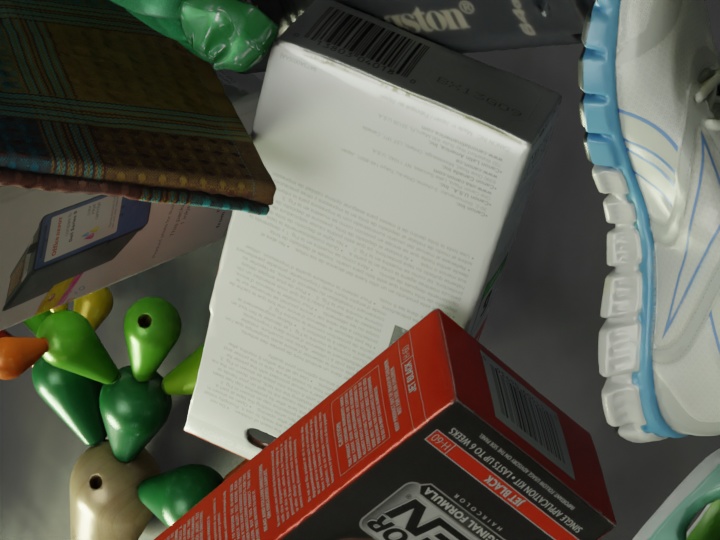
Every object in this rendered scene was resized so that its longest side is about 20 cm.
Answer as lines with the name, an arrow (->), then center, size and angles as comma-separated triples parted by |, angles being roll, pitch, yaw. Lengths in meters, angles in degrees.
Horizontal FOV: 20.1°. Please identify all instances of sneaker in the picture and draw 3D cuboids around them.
sneaker -> 0.132, -0.030, 0.739 | 0.086, 0.075, 0.201 | 4, 115, 30

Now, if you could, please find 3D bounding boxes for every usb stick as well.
usb stick -> 0.015, -0.109, 0.815 | 0.199, 0.033, 0.056 | -1, 126, 38

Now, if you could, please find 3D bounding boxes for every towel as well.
towel -> -0.126, -0.085, 0.809 | 0.200, 0.146, 0.022 | 61, 138, 50

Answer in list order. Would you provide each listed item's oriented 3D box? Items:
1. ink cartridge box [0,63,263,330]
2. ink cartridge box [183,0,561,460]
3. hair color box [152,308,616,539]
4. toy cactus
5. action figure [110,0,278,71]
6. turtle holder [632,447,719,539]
ink cartridge box -> -0.159, -0.058, 0.864 | 0.145, 0.200, 0.088 | 37, 125, 22
ink cartridge box -> 0.000, 0.000, 0.837 | 0.108, 0.050, 0.201 | 23, 125, 9
hair color box -> -0.006, 0.117, 0.827 | 0.200, 0.061, 0.101 | -40, 120, 21
toy cactus -> -0.112, 0.084, 0.958 | 0.199, 0.102, 0.166 | 33, 133, 15
action figure -> -0.090, -0.136, 0.817 | 0.055, 0.118, 0.200 | -50, 51, 10
turtle holder -> 0.147, 0.147, 0.717 | 0.132, 0.141, 0.186 | 39, 98, 22
